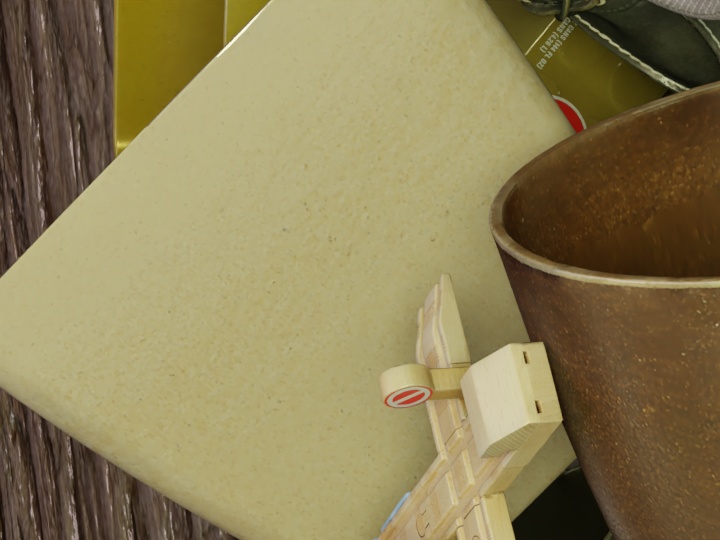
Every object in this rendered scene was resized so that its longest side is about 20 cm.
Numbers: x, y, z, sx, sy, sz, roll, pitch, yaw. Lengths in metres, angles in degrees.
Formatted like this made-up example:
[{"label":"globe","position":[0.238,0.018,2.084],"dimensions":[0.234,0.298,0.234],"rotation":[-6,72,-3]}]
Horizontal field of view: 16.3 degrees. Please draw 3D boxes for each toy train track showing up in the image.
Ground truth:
[{"label":"toy train track","position":[0.007,0.078,0.731],"dimensions":[0.200,0.032,0.115],"rotation":[119,143,-56]}]

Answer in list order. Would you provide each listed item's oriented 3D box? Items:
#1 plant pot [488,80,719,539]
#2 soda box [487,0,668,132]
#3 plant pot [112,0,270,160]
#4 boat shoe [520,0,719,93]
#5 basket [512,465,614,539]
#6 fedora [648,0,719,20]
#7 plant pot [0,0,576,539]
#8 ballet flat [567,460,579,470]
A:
[{"label":"plant pot","position":[0.147,0.060,0.706],"dimensions":[0.187,0.186,0.201],"rotation":[-143,37,-67]},{"label":"soda box","position":[0.033,-0.031,0.998],"dimensions":[0.200,0.068,0.064],"rotation":[-51,36,6]},{"label":"plant pot","position":[-0.001,-0.107,1.094],"dimensions":[0.200,0.175,0.201],"rotation":[-125,34,-59]},{"label":"boat shoe","position":[0.063,-0.118,0.856],"dimensions":[0.069,0.200,0.057],"rotation":[-17,36,53]},{"label":"basket","position":[0.091,0.184,0.821],"dimensions":[0.200,0.136,0.180],"rotation":[49,141,-6]},{"label":"fedora","position":[0.106,-0.144,0.732],"dimensions":[0.090,0.177,0.200],"rotation":[-54,4,-29]},{"label":"plant pot","position":[0.000,0.000,0.871],"dimensions":[0.177,0.200,0.200],"rotation":[45,-174,-7]},{"label":"ballet flat","position":[0.090,0.062,1.036],"dimensions":[0.072,0.071,0.201],"rotation":[173,91,-73]}]
